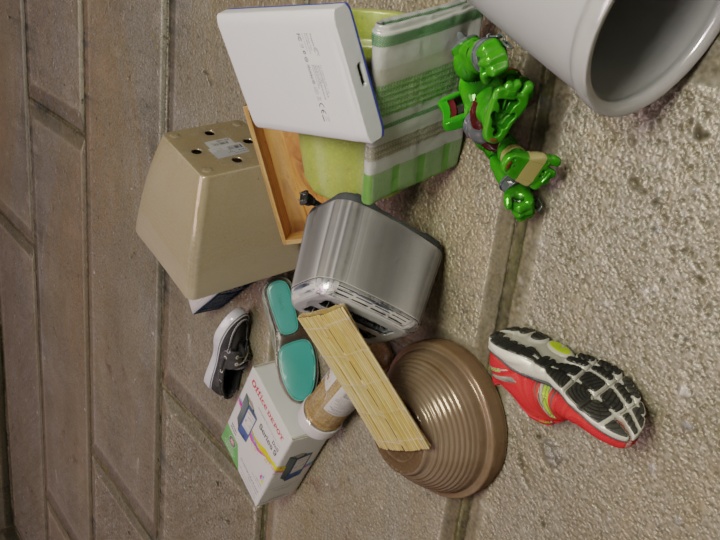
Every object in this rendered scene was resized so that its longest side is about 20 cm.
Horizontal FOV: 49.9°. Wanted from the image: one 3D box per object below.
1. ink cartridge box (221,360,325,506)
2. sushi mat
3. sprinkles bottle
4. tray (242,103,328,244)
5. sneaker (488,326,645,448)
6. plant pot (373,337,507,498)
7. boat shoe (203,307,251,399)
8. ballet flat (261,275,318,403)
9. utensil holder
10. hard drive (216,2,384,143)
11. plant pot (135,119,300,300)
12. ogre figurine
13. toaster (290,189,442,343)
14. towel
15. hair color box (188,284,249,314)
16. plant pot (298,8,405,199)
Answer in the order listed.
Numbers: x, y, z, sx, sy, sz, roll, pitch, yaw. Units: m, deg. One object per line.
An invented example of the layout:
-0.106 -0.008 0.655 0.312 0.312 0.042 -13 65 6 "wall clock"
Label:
-0.140 0.262 1.263 0.146 0.087 0.201 55 135 29 "ink cartridge box"
0.004 0.128 0.893 0.095 0.012 0.202 -13 113 50 "sushi mat"
-0.024 0.167 1.107 0.069 0.068 0.201 59 137 24 "sprinkles bottle"
-0.083 -0.138 1.058 0.097 0.037 0.203 -5 116 20 "tray"
0.211 0.130 0.807 0.200 0.076 0.086 36 136 50 "sneaker"
0.078 0.192 0.963 0.200 0.092 0.204 18 113 49 "plant pot"
-0.225 0.153 1.368 0.066 0.070 0.202 38 126 18 "boat shoe"
-0.110 0.108 1.222 0.064 0.066 0.203 140 117 -78 "ballet flat"
0.187 -0.257 0.657 0.200 0.168 0.171 50 134 34 "utensil holder"
-0.065 -0.205 0.800 0.199 0.025 0.133 18 135 46 "hard drive"
-0.208 -0.108 1.154 0.200 0.198 0.179 43 137 38 "plant pot"
0.134 -0.158 0.778 0.098 0.200 0.121 -37 41 15 "ogre figurine"
0.000 0.000 0.918 0.113 0.198 0.131 -20 49 51 "toaster"
0.059 -0.179 0.823 0.031 0.148 0.202 40 141 35 "towel"
-0.246 -0.004 1.356 0.199 0.060 0.101 -33 73 51 "hair color box"
-0.003 -0.190 0.918 0.200 0.198 0.187 36 136 42 "plant pot"
